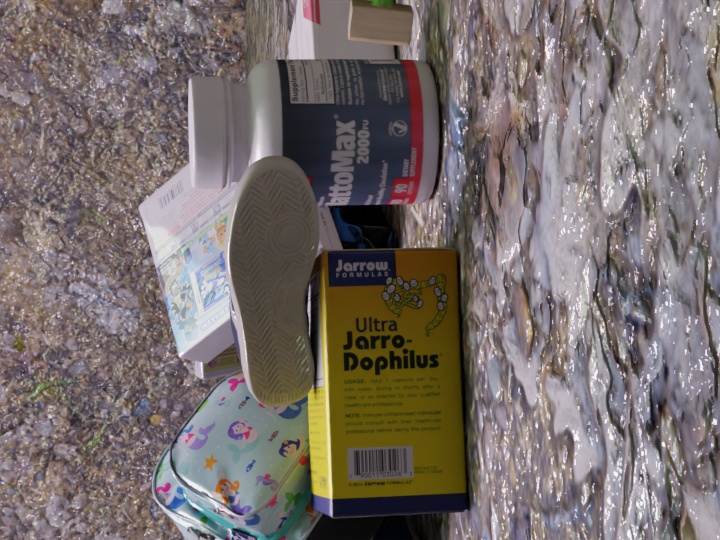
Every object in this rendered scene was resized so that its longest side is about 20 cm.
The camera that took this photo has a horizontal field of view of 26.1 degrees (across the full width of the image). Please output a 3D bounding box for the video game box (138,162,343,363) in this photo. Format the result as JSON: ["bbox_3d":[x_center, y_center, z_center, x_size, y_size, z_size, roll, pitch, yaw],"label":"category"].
[{"bbox_3d":[-0.119,-0.039,1.509,0.199,0.047,0.184,-36,55,28],"label":"video game box"}]

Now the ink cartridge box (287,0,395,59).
[{"bbox_3d":[-0.021,-0.201,1.532,0.200,0.084,0.147,118,150,-70],"label":"ink cartridge box"}]

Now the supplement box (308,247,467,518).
[{"bbox_3d":[0.017,0.088,1.218,0.109,0.108,0.203,153,116,-79],"label":"supplement box"}]

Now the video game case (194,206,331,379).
[{"bbox_3d":[-0.088,0.012,1.664,0.022,0.198,0.184,21,114,53],"label":"video game case"}]

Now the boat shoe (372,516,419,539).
[{"bbox_3d":[0.026,0.264,1.360,0.201,0.071,0.073,-97,-2,-50],"label":"boat shoe"}]

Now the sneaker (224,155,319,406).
[{"bbox_3d":[-0.074,0.000,1.198,0.085,0.074,0.202,-120,30,-62],"label":"sneaker"}]

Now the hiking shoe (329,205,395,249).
[{"bbox_3d":[0.000,0.000,1.455,0.087,0.074,0.201,112,151,-41],"label":"hiking shoe"}]

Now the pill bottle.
[{"bbox_3d":[-0.041,-0.113,1.281,0.120,0.197,0.121,179,90,-82],"label":"pill bottle"}]

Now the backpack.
[{"bbox_3d":[-0.081,0.176,1.343,0.199,0.178,0.151,12,144,44],"label":"backpack"}]

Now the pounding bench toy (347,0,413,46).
[{"bbox_3d":[0.018,-0.280,1.113,0.157,0.123,0.201,99,167,-49],"label":"pounding bench toy"}]
